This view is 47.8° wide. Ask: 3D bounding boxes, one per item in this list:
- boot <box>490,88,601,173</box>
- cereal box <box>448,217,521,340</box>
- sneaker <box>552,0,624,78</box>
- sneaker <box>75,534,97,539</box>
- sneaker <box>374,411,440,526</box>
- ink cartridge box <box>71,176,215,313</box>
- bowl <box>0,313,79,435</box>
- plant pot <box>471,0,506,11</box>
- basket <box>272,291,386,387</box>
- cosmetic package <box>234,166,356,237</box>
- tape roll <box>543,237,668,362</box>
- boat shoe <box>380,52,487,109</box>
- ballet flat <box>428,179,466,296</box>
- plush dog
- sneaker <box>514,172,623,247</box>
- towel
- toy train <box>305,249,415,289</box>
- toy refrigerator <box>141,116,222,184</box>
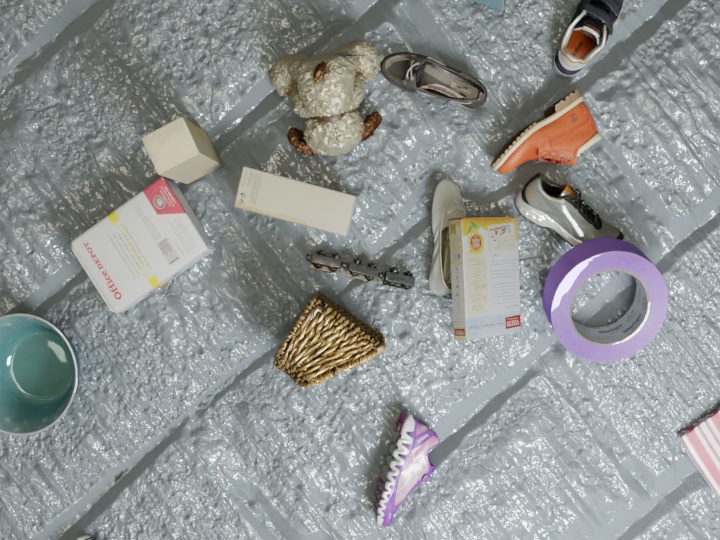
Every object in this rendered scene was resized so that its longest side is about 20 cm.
[{"bbox_3d":[0.322,-0.212,1.405,0.198,0.075,0.108,-35,96,0],"label":"boot"},{"bbox_3d":[0.214,0.011,1.390,0.142,0.039,0.205,-3,92,-39],"label":"cereal box"},{"bbox_3d":[0.402,-0.429,1.394,0.077,0.079,0.203,26,90,1],"label":"sneaker"},{"bbox_3d":[-0.514,0.564,1.445,0.087,0.076,0.202,33,89,15],"label":"sneaker"},{"bbox_3d":[0.083,0.356,1.423,0.087,0.080,0.204,19,91,-8],"label":"sneaker"},{"bbox_3d":[-0.375,-0.043,1.410,0.198,0.083,0.147,-33,91,1],"label":"ink cartridge box"},{"bbox_3d":[-0.569,0.173,1.408,0.196,0.105,0.206,0,91,0],"label":"bowl"},{"bbox_3d":[0.166,-0.574,1.344,0.196,0.196,0.201,15,92,11],"label":"plant pot"},{"bbox_3d":[-0.052,0.137,1.353,0.148,0.200,0.144,34,91,-1],"label":"basket"},{"bbox_3d":[-0.109,-0.117,1.396,0.196,0.104,0.075,16,93,1],"label":"cosmetic package"},{"bbox_3d":[0.414,0.051,1.381,0.195,0.066,0.204,0,111,0],"label":"tape roll"},{"bbox_3d":[0.129,-0.334,1.409,0.196,0.057,0.068,19,92,0],"label":"boat shoe"},{"bbox_3d":[0.159,-0.055,1.409,0.068,0.069,0.205,5,92,1],"label":"ballet flat"},{"bbox_3d":[-0.049,-0.279,1.383,0.195,0.161,0.175,-11,118,3],"label":"plush dog"},{"bbox_3d":[0.364,-0.097,1.392,0.197,0.074,0.080,27,130,-1],"label":"sneaker"},{"bbox_3d":[0.679,0.298,1.438,0.198,0.030,0.148,-34,91,4],"label":"towel"},{"bbox_3d":[0.000,0.000,1.427,0.196,0.046,0.035,14,80,-2],"label":"toy train"},{"bbox_3d":[-0.292,-0.198,1.347,0.075,0.200,0.071,-26,91,2],"label":"toy refrigerator"}]
